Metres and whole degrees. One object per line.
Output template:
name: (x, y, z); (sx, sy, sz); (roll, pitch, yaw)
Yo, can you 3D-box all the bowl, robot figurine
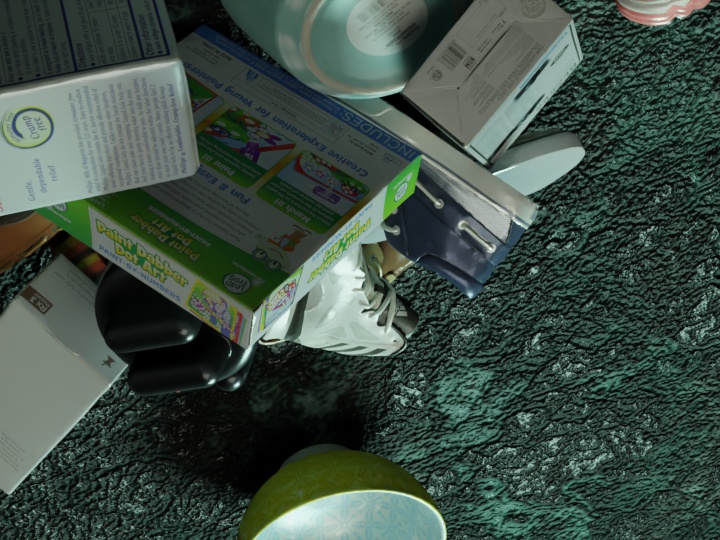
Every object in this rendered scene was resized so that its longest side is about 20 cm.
bowl: (0.002, -0.199, 1.241); (0.200, 0.105, 0.201); (-10, 136, -9)
robot figurine: (-0.119, 0.002, 1.296); (0.125, 0.200, 0.150); (22, 130, -4)
bowl: (-0.029, 0.228, 1.662); (0.200, 0.108, 0.200); (-10, 137, -10)

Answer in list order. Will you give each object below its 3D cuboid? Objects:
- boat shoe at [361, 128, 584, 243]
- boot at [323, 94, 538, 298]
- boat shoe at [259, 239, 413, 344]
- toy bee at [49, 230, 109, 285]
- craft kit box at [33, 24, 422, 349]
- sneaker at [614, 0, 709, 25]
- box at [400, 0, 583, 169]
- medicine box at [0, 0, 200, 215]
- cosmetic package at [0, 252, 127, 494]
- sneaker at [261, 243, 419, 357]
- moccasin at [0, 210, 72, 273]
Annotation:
boat shoe: (0.076, -0.083, 1.416); (0.200, 0.066, 0.072); (-20, 160, 5)
boot: (0.030, -0.066, 1.340); (0.200, 0.073, 0.090); (34, 94, 1)
boat shoe: (-0.009, 0.004, 1.465); (0.200, 0.074, 0.076); (-27, 137, 9)
toy bee: (-0.159, 0.036, 1.421); (0.200, 0.109, 0.131); (16, 125, -32)
craft kit box: (-0.093, -0.064, 1.216); (0.197, 0.200, 0.049); (-42, 156, -39)
sneaker: (0.277, -0.253, 1.308); (0.200, 0.074, 0.087); (-24, 136, 5)
box: (0.098, -0.141, 1.266); (0.117, 0.060, 0.200); (-50, 173, 4)
medicine box: (-0.223, -0.137, 1.164); (0.200, 0.182, 0.103); (-12, 136, -7)
cosmetic package: (-0.257, 0.084, 1.398); (0.102, 0.074, 0.200); (43, 132, -5)
sneaker: (0.000, 0.000, 1.357); (0.115, 0.076, 0.201); (15, 145, -9)
moccasin: (-0.225, -0.057, 1.328); (0.201, 0.074, 0.078); (-37, 144, 14)
